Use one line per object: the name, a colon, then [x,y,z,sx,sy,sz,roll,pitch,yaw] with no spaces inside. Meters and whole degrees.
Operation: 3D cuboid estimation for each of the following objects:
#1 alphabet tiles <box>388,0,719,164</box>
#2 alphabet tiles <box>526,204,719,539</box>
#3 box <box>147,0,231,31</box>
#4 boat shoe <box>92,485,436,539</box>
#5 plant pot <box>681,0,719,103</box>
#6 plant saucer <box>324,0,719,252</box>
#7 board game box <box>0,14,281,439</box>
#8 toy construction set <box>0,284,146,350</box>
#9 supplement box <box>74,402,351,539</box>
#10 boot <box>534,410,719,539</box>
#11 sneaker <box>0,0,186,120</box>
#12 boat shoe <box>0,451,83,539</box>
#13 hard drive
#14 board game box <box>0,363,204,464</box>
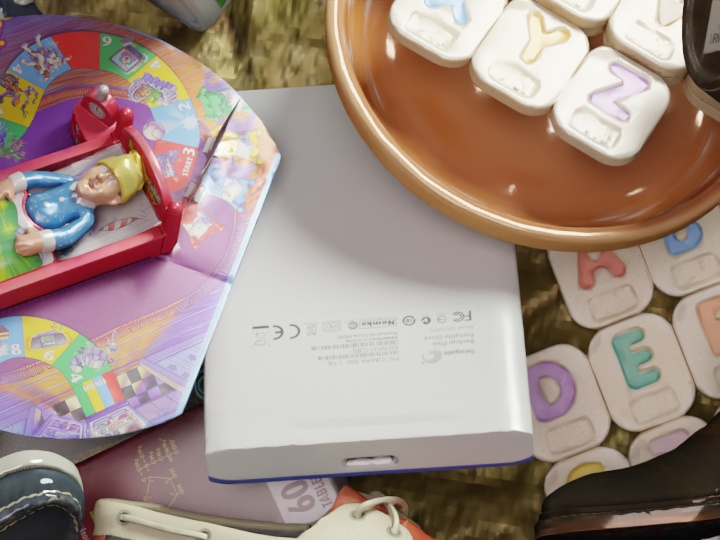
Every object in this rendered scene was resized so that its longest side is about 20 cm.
alphabet tiles: [0.107,-0.143,1.186,0.200,0.015,0.196,31,60,7]
alphabet tiles: [0.170,0.053,1.218,0.200,0.015,0.196,-21,84,4]
box: [-0.106,-0.233,1.170,0.200,0.199,0.171,34,89,5]
boat shoe: [-0.012,0.118,1.114,0.200,0.071,0.063,-4,84,9]
plant pot: [0.238,-0.094,1.105,0.200,0.187,0.187,12,87,-17]
plant saucer: [0.081,-0.092,1.191,0.200,0.037,0.200,5,60,-9]
board game box: [-0.123,-0.031,1.131,0.158,0.039,0.200,21,60,-1]
toy construction set: [-0.191,0.067,1.155,0.200,0.131,0.092,-39,117,-27]
supplement box: [-0.097,0.131,1.183,0.200,0.061,0.109,-26,84,4]
boot: [0.164,0.060,1.182,0.200,0.075,0.097,-11,77,-5]
sneaker: [-0.143,-0.101,1.231,0.146,0.081,0.200,-6,81,-4]
boat shoe: [-0.175,0.160,1.104,0.200,0.075,0.062,-47,39,9]
hard drive: [0.000,0.000,1.171,0.132,0.025,0.200,-4,49,1]
board game box: [-0.100,0.108,1.230,0.135,0.028,0.200,-9,85,4]
